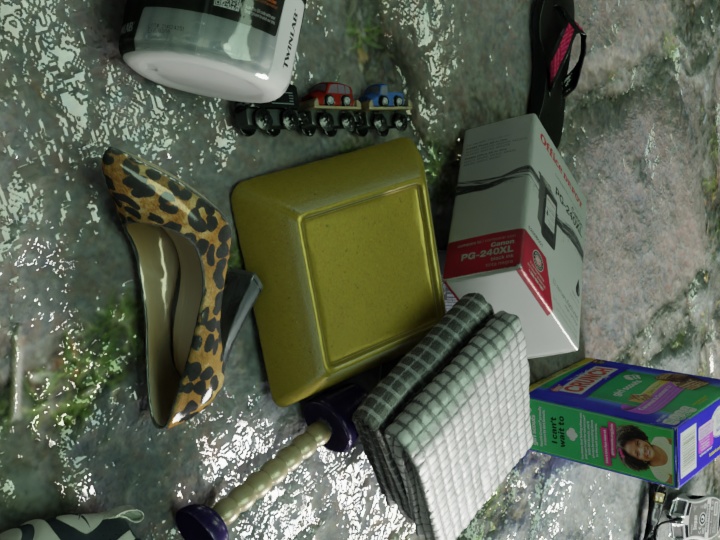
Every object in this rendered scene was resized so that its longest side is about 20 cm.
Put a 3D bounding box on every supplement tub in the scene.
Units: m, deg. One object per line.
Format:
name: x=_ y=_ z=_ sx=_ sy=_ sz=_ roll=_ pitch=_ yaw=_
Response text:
supplement tub: x=-0.092 y=-0.229 z=0.666 sx=0.122 sy=0.122 sz=0.200 roll=14 pitch=87 yaw=-47

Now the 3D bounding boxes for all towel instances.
towel: x=0.081 y=0.138 z=0.866 sx=0.166 sy=0.086 sz=0.200 roll=-44 pitch=142 yaw=-24

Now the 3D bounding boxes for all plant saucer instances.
plant saucer: x=0.000 y=0.000 z=0.827 sx=0.200 sy=0.048 sz=0.200 roll=-20 pitch=108 yaw=-34

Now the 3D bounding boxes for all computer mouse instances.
computer mouse: x=0.480 y=0.374 z=1.429 sx=0.200 sy=0.044 sz=0.110 roll=12 pitch=82 yaw=-41

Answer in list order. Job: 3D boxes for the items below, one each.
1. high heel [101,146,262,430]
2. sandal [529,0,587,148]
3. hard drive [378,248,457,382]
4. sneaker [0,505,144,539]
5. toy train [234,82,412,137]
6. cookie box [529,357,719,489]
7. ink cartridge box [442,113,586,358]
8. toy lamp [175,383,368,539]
high heel: x=-0.147 y=0.019 z=0.679 sx=0.200 sy=0.071 sz=0.143 roll=56 pitch=50 yaw=-47
sandal: x=0.226 y=-0.229 z=1.062 sx=0.075 sy=0.045 sz=0.200 roll=-3 pitch=98 yaw=-46
hard drive: x=0.077 y=0.078 z=0.958 sx=0.139 sy=0.033 sz=0.200 roll=3 pitch=93 yaw=-47
sneaker: x=-0.179 y=0.260 z=0.677 sx=0.129 sy=0.079 sz=0.199 roll=-15 pitch=97 yaw=-36
toy train: x=-0.027 y=-0.140 z=0.817 sx=0.200 sy=0.034 sz=0.046 roll=-8 pitch=89 yaw=-45
cookie box: x=0.309 y=0.168 z=1.098 sx=0.171 sy=0.200 sz=0.075 roll=-16 pitch=106 yaw=-45
ink cartridge box: x=0.160 y=-0.035 z=0.945 sx=0.145 sy=0.083 sz=0.200 roll=48 pitch=42 yaw=-39
toy lamp: x=-0.063 y=0.163 z=0.804 sx=0.200 sy=0.058 sz=0.058 roll=-38 pitch=122 yaw=-38
